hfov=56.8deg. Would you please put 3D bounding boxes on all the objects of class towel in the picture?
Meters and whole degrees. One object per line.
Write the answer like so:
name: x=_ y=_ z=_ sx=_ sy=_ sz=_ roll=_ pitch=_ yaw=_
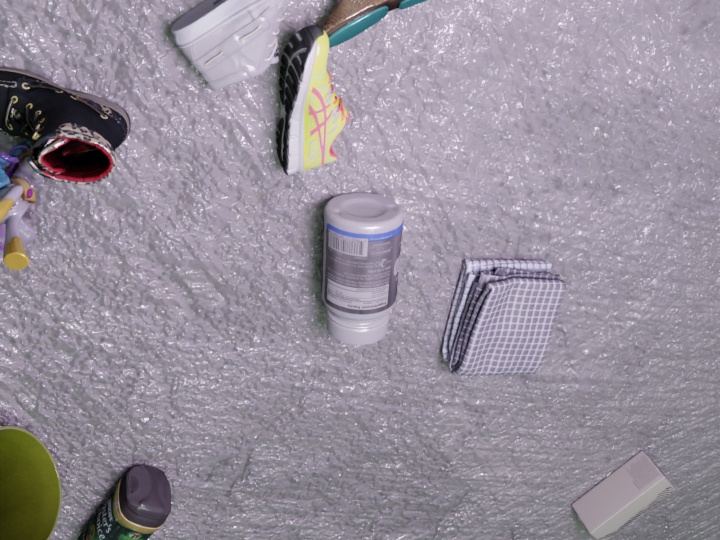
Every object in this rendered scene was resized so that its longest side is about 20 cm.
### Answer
towel: x=0.237 y=0.083 z=1.100 sx=0.164 sy=0.086 sz=0.201 roll=2 pitch=118 yaw=-18

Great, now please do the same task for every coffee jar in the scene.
coffee jar: x=-0.392 y=0.421 z=1.099 sx=0.085 sy=0.104 sz=0.200 roll=29 pitch=107 yaw=-31

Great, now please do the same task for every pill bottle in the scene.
pill bottle: x=0.000 y=0.000 z=0.966 sx=0.113 sy=0.114 sz=0.201 roll=-4 pitch=120 yaw=-14

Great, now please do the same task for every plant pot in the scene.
plant pot: x=-0.584 y=0.347 z=0.974 sx=0.199 sy=0.188 sz=0.188 roll=-19 pitch=124 yaw=13

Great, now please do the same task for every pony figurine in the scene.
pony figurine: x=-0.437 y=-0.065 z=0.776 sx=0.192 sy=0.201 sz=0.167 roll=-21 pitch=131 yaw=15

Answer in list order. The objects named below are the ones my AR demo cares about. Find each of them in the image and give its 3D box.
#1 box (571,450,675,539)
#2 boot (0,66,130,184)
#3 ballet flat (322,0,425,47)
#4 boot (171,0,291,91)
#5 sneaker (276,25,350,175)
box: x=0.564 y=0.488 z=1.433 sx=0.200 sy=0.082 sz=0.068 roll=-42 pitch=123 yaw=11
boot: x=-0.364 y=-0.163 z=0.740 sx=0.202 sy=0.154 sz=0.074 roll=10 pitch=116 yaw=-21
ballet flat: x=0.028 y=-0.344 z=0.816 sx=0.199 sy=0.071 sz=0.066 roll=-26 pitch=96 yaw=-3
boot: x=-0.118 y=-0.297 z=0.794 sx=0.199 sy=0.074 sz=0.096 roll=-27 pitch=130 yaw=9
sneaker: x=-0.055 y=-0.215 z=0.848 sx=0.090 sy=0.078 sz=0.201 roll=-6 pitch=138 yaw=-19
